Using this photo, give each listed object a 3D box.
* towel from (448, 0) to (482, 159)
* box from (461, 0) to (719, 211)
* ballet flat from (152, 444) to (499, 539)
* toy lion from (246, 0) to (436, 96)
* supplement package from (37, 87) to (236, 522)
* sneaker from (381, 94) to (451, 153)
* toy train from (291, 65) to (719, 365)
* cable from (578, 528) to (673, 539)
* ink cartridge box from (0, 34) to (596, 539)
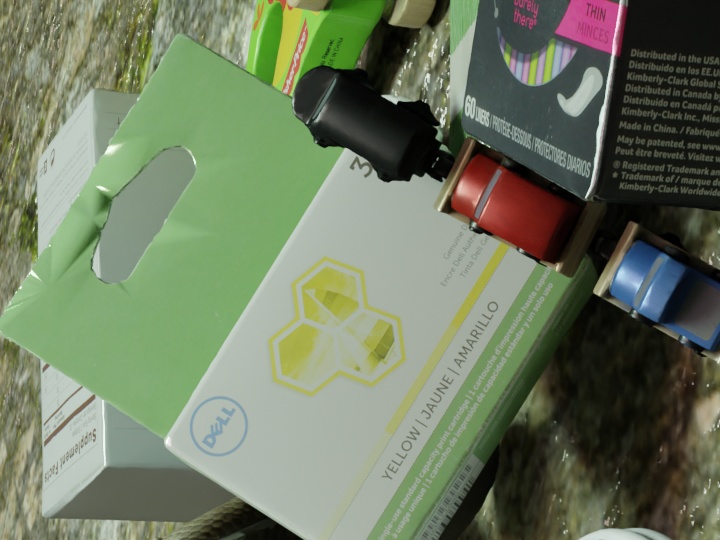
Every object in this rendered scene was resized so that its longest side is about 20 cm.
[{"bbox_3d":[0.054,-0.074,1.208,0.153,0.023,0.200,138,133,-84],"label":"towel"},{"bbox_3d":[0.115,-0.128,0.986,0.122,0.106,0.200,-146,62,-66],"label":"box"},{"bbox_3d":[-0.021,0.102,1.186,0.046,0.200,0.067,14,120,44],"label":"ballet flat"},{"bbox_3d":[-0.021,-0.150,1.417,0.192,0.069,0.200,-101,24,-49],"label":"toy lion"},{"bbox_3d":[-0.096,0.022,1.495,0.117,0.117,0.200,140,130,-62],"label":"supplement package"},{"bbox_3d":[0.000,0.000,1.192,0.200,0.082,0.075,-98,6,-47],"label":"sneaker"},{"bbox_3d":[0.060,-0.022,1.039,0.034,0.200,0.046,-62,-16,3],"label":"toy train"},{"bbox_3d":[0.105,0.190,1.015,0.200,0.069,0.200,133,136,-61],"label":"cable"},{"bbox_3d":[-0.031,0.010,1.110,0.146,0.200,0.048,-58,-15,-4],"label":"ink cartridge box"}]
